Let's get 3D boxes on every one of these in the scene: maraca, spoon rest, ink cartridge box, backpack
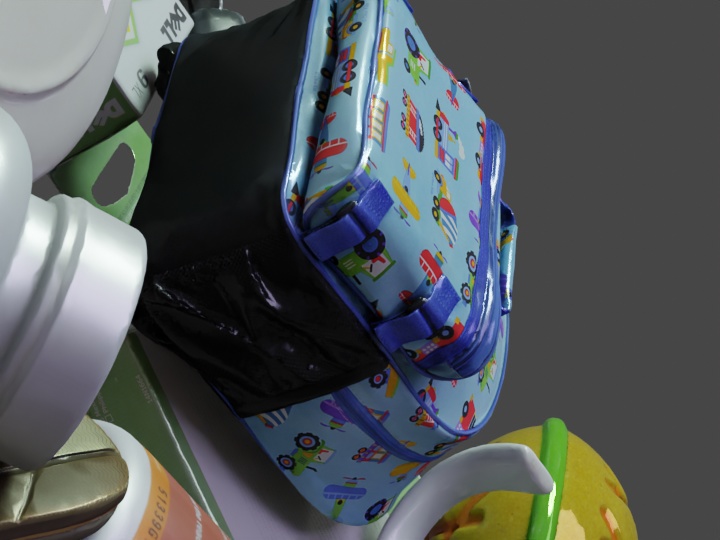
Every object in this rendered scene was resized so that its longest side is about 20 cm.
[{"bbox_3d":[0.078,0.156,1.196,0.200,0.106,0.138,-76,174,-55],"label":"maraca"},{"bbox_3d":[0.022,0.168,1.087,0.201,0.060,0.099,-66,147,-22],"label":"spoon rest"},{"bbox_3d":[-0.132,-0.114,1.109,0.200,0.059,0.104,56,24,-18],"label":"ink cartridge box"},{"bbox_3d":[0.000,0.000,1.059,0.200,0.134,0.183,53,29,-32],"label":"backpack"},{"bbox_3d":[-0.046,0.081,1.105,0.146,0.048,0.200,64,22,0],"label":"ink cartridge box"}]

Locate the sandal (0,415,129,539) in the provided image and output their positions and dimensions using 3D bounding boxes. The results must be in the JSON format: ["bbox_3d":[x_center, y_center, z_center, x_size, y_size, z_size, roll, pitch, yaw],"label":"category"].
[{"bbox_3d":[-0.168,0.080,0.783,0.199,0.054,0.080,-3,44,-33],"label":"sandal"}]

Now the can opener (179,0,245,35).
[{"bbox_3d":[-0.085,-0.103,1.223,0.066,0.053,0.201,0,58,-26],"label":"can opener"}]

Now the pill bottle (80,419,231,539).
[{"bbox_3d":[-0.067,0.157,0.904,0.200,0.112,0.112,49,27,-28],"label":"pill bottle"}]

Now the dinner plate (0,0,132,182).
[{"bbox_3d":[-0.127,-0.127,0.861,0.200,0.024,0.202,8,80,-61],"label":"dinner plate"}]

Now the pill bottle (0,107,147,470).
[{"bbox_3d":[-0.170,-0.019,0.752,0.199,0.113,0.113,27,37,-19],"label":"pill bottle"}]
